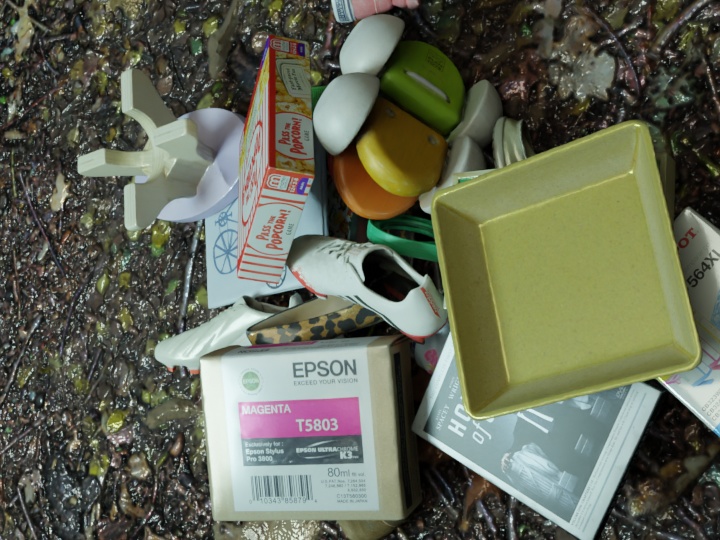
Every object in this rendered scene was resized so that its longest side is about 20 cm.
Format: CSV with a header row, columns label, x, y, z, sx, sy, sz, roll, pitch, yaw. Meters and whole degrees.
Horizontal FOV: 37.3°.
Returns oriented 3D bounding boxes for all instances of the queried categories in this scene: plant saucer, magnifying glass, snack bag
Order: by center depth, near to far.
label,x,y,z,sx,sy,sz,roll,pitch,yaw
plant saucer,0.165,0.005,0.862,0.199,0.048,0.202,-19,70,31
magnifying glass,0.095,-0.016,1.015,0.199,0.079,0.023,19,112,29
snack bag,-0.105,-0.064,1.203,0.199,0.021,0.190,-13,75,38

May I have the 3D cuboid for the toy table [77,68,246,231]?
label,x,y,z,sx,sy,sz,roll,pitch,yaw
toy table,-0.224,-0.128,1.224,0.199,0.117,0.185,-26,67,33

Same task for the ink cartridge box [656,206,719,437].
label,x,y,z,sx,sy,sz,roll,pitch,yaw
ink cartridge box,0.304,0.049,0.902,0.200,0.125,0.129,45,104,27

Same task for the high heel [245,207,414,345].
label,x,y,z,sx,sy,sz,roll,pitch,yaw
high heel,-0.028,0.013,1.093,0.071,0.141,0.202,-137,64,-73

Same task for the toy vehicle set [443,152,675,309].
label,x,y,z,sx,sy,sz,roll,pitch,yaw
toy vehicle set,0.167,-0.029,0.914,0.199,0.026,0.125,-3,78,34

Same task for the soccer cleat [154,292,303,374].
label,x,y,z,sx,sy,sz,roll,pitch,yaw
soccer cleat,-0.142,0.068,1.190,0.198,0.069,0.078,-7,98,22

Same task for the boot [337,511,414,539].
label,x,y,z,sx,sy,sz,roll,pitch,yaw
boot,-0.027,0.190,1.110,0.075,0.073,0.201,-43,66,29

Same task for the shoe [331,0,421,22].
label,x,y,z,sx,sy,sz,roll,pitch,yaw
shoe,0.020,-0.334,1.105,0.090,0.072,0.201,-5,50,8

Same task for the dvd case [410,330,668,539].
label,x,y,z,sx,sy,sz,roll,pitch,yaw
dvd case,0.151,0.124,0.946,0.199,0.025,0.151,29,105,29

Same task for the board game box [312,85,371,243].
label,x,y,z,sx,sy,sz,roll,pitch,yaw
board game box,-0.024,-0.106,1.176,0.104,0.023,0.202,2,84,33

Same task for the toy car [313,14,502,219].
label,x,y,z,sx,sy,sz,roll,pitch,yaw
toy car,0.034,-0.137,1.063,0.150,0.174,0.201,-42,22,50

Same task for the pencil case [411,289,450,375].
label,x,y,z,sx,sy,sz,roll,pitch,yaw
pencil case,0.148,0.088,1.011,0.199,0.083,0.091,26,124,30

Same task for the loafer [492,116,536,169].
label,x,y,z,sx,sy,sz,roll,pitch,yaw
loafer,0.183,-0.058,1.023,0.068,0.076,0.202,-21,85,17

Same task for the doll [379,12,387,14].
label,x,y,z,sx,sy,sz,roll,pitch,yaw
doll,0.088,-0.355,1.134,0.199,0.048,0.138,-25,68,25

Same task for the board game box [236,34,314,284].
label,x,y,z,sx,sy,sz,roll,pitch,yaw
board game box,-0.086,-0.112,1.067,0.152,0.046,0.201,112,160,-44

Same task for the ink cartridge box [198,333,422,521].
label,x,y,z,sx,sy,sz,roll,pitch,yaw
ink cartridge box,-0.048,0.153,1.030,0.198,0.075,0.166,-5,92,18

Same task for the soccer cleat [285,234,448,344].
label,x,y,z,sx,sy,sz,roll,pitch,yaw
soccer cleat,0.000,0.000,1.014,0.199,0.085,0.069,29,65,34
